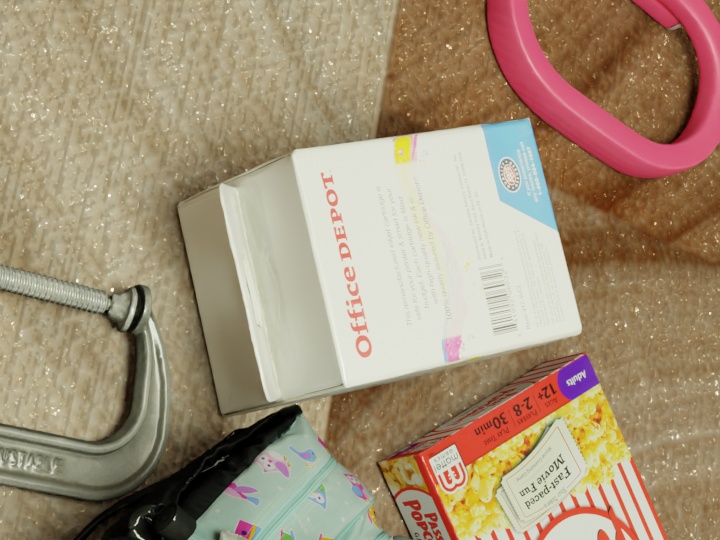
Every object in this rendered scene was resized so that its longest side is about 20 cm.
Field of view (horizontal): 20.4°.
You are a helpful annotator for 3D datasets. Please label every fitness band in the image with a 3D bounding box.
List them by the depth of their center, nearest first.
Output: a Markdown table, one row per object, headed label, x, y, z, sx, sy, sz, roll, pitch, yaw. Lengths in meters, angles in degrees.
| label | x | y | z | sx | sy | sz | roll | pitch | yaw |
| --- | --- | --- | --- | --- | --- | --- | --- | --- | --- |
| fitness band | 0.168 | -0.148 | 1.338 | 0.199 | 0.037 | 0.144 | 31 | 65 | -26 |

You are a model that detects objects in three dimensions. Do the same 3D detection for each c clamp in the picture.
| label | x | y | z | sx | sy | sz | roll | pitch | yaw |
| --- | --- | --- | --- | --- | --- | --- | --- | --- | --- |
| c clamp | -0.179 | 0.029 | 1.044 | 0.199 | 0.027 | 0.172 | 22 | 67 | -30 |

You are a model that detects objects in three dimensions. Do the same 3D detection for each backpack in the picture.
| label | x | y | z | sx | sy | sz | roll | pitch | yaw |
| --- | --- | --- | --- | --- | --- | --- | --- | --- | --- |
| backpack | -0.074 | 0.161 | 1.014 | 0.127 | 0.167 | 0.200 | 53 | 38 | -2 |

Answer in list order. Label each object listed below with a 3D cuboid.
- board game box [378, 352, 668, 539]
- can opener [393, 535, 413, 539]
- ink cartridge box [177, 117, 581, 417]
| label | x | y | z | sx | sy | sz | roll | pitch | yaw |
| --- | --- | --- | --- | --- | --- | --- | --- | --- | --- |
| board game box | 0.114 | 0.172 | 1.211 | 0.151 | 0.046 | 0.201 | -28 | 96 | -37 |
| can opener | 0.085 | 0.206 | 1.122 | 0.199 | 0.053 | 0.067 | 30 | 68 | -21 |
| ink cartridge box | 0.000 | 0.000 | 1.120 | 0.199 | 0.125 | 0.129 | -9 | 84 | -37 |
